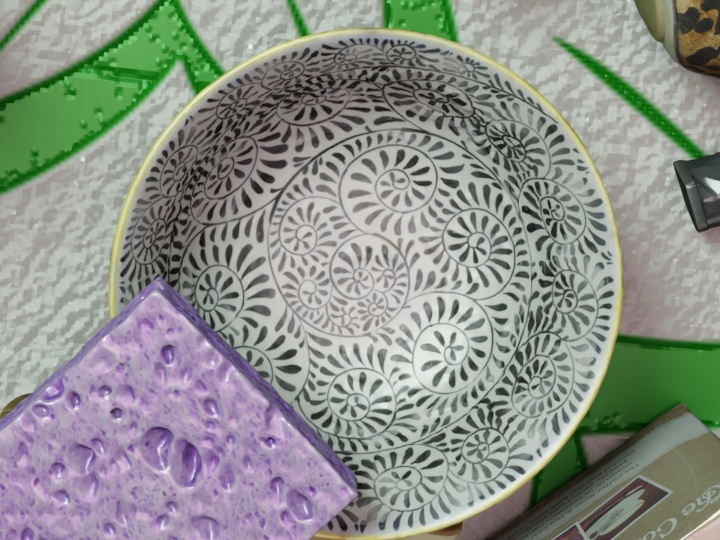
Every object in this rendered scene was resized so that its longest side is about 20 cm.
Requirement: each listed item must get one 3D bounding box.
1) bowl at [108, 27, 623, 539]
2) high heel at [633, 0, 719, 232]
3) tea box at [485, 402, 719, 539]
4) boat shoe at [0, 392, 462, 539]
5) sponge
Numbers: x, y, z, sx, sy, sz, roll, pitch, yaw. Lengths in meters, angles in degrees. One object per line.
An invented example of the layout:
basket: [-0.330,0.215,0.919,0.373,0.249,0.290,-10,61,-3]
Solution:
bowl: [0.000,0.000,0.778,0.199,0.094,0.202,-1,100,-4]
high heel: [0.184,-0.115,0.766,0.142,0.072,0.201,-17,127,4]
tea box: [0.122,0.201,0.800,0.199,0.134,0.197,-34,101,2]
boat shoe: [-0.058,0.102,0.808,0.199,0.074,0.067,12,112,-5]
sponge: [-0.110,0.108,0.730,0.200,0.030,0.112,-42,102,8]
